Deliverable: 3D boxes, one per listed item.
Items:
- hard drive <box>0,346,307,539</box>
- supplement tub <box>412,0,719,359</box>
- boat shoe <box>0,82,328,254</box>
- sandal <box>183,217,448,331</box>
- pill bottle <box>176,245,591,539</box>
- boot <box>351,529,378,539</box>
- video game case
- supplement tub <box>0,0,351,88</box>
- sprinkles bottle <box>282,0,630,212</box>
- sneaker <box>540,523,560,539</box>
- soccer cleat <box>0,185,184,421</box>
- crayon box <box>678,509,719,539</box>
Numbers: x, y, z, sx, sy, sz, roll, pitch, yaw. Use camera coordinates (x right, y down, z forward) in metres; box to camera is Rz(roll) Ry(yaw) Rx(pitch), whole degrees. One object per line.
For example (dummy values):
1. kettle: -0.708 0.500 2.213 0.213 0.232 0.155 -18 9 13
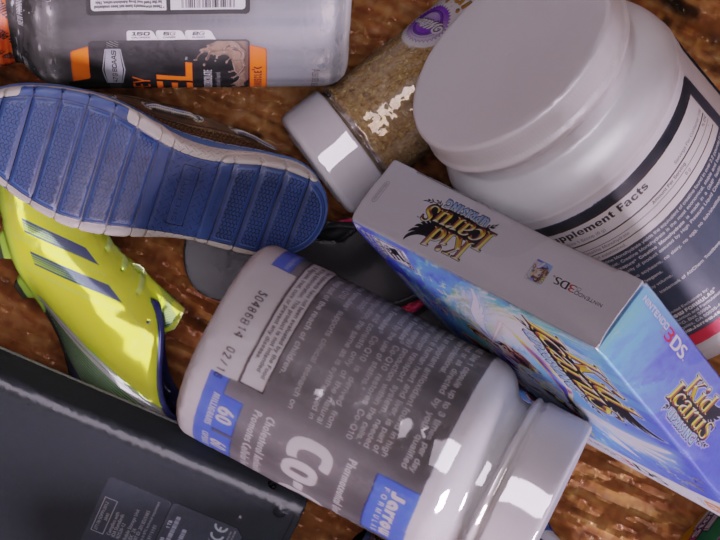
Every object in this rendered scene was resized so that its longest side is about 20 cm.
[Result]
1. hard drive: -0.144 0.132 1.328 0.200 0.033 0.140 23 124 -6
2. supplement tub: 0.134 -0.053 1.277 0.140 0.140 0.200 -46 124 1
3. boat shoe: -0.119 -0.057 1.301 0.200 0.072 0.072 19 105 -22
4. sandal: 0.000 0.000 1.352 0.199 0.045 0.075 3 93 -4
5. pill bottle: 0.014 0.079 1.269 0.200 0.114 0.114 27 92 9
6. boot: -0.025 0.253 1.357 0.097 0.075 0.200 40 89 -3
7. video game case: 0.110 0.040 1.251 0.045 0.181 0.200 -54 137 -10
8. supplement tub: -0.106 -0.159 1.294 0.199 0.123 0.123 -1 95 -3
9. sprinkles bottle: 0.053 -0.116 1.335 0.200 0.068 0.068 -37 96 -1
10. sneaker: 0.075 0.164 1.317 0.081 0.146 0.200 -44 97 5
11. soccer cleat: -0.142 0.011 1.330 0.084 0.065 0.201 -19 102 14
12. crayon box: 0.268 0.115 1.342 0.058 0.119 0.200 42 91 -6
